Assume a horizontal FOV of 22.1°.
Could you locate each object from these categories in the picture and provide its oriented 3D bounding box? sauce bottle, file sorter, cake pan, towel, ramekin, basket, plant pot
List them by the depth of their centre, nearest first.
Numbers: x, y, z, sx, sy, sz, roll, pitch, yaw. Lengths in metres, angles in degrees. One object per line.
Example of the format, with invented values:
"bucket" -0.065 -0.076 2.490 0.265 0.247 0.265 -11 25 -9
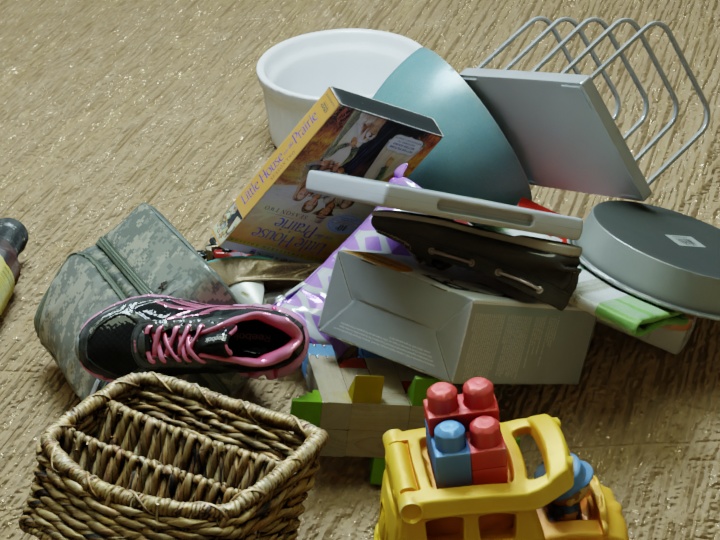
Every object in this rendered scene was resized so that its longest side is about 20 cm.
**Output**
"basket" -0.152 0.160 1.426 0.200 0.149 0.143 17 -1 30
"towel" 0.186 0.010 1.657 0.200 0.031 0.149 27 18 26
"cake pan" 0.291 -0.013 1.702 0.200 0.037 0.200 16 21 -6
"file sorter" 0.224 -0.168 1.811 0.125 0.139 0.200 -42 27 -19
"sauce bottle" -0.377 0.012 1.834 0.066 0.066 0.200 0 29 5
"plant pot" 0.065 -0.110 1.912 0.135 0.200 0.200 -36 37 -6
"ramekin" -0.017 -0.197 2.132 0.200 0.098 0.201 -2 30 1

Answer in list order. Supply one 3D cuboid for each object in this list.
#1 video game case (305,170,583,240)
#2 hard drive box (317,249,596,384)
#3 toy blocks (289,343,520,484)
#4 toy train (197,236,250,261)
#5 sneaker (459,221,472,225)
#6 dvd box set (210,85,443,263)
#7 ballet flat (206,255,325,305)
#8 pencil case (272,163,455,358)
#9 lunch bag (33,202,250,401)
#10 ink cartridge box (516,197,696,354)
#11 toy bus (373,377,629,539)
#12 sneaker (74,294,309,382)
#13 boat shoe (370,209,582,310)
"video game case" 0.068 -0.058 1.597 0.182 0.022 0.200 9 3 -21
"hard drive box" 0.088 0.043 1.630 0.156 0.077 0.200 21 9 37
"toy blocks" 0.029 0.112 1.611 0.200 0.100 0.137 4 20 -10
"toy train" -0.125 -0.017 1.892 0.200 0.034 0.046 -9 34 -11
"sneaker" 0.100 0.002 1.810 0.200 0.083 0.081 36 34 25
"dvd box set" -0.033 -0.085 1.790 0.146 0.200 0.029 14 38 -44
"ballet flat" -0.072 0.028 1.793 0.200 0.068 0.072 2 45 0
"pencil case" 0.000 0.000 1.727 0.200 0.086 0.084 -46 7 -12
"lunch bag" -0.198 0.056 1.676 0.168 0.139 0.200 -40 38 -6
"ink cartridge box" 0.238 -0.014 1.786 0.200 0.050 0.162 25 34 4
"toy bus" 0.109 0.169 1.396 0.200 0.192 0.136 -4 28 -5
"sneaker" -0.137 0.057 1.537 0.200 0.079 0.095 -3 0 -10
"boat shoe" 0.093 -0.011 1.584 0.200 0.057 0.067 12 3 27
